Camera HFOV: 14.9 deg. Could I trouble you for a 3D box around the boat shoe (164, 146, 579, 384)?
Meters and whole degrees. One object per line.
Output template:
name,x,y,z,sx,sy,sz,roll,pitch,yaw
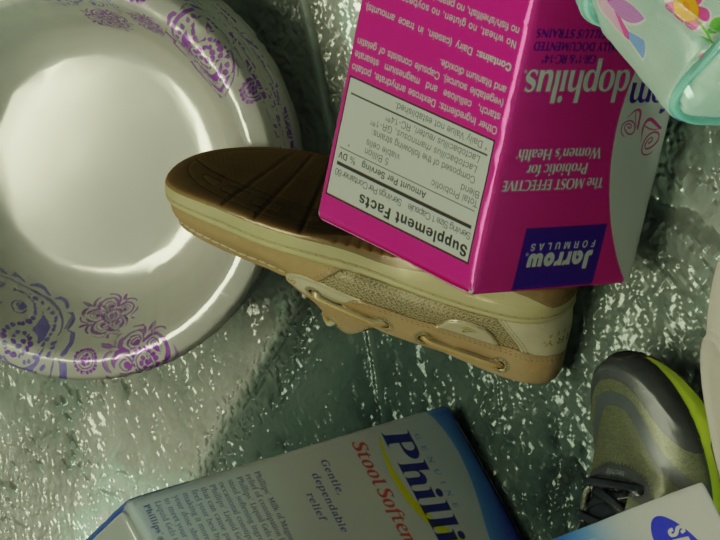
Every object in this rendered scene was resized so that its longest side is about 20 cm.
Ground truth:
boat shoe,0.000,0.000,1.236,0.200,0.071,0.065,20,125,20

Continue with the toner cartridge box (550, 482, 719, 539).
toner cartridge box,0.125,0.178,1.040,0.200,0.095,0.043,-113,4,-46

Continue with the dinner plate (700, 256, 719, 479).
dinner plate,0.160,0.086,1.054,0.200,0.024,0.201,166,90,-89

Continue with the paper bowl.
paper bowl,-0.128,-0.054,1.341,0.200,0.104,0.201,2,103,11

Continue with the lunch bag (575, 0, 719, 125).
lunch bag,0.173,-0.144,0.976,0.077,0.160,0.200,47,125,25

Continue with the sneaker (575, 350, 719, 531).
sneaker,0.108,0.134,1.153,0.074,0.081,0.200,-6,84,60

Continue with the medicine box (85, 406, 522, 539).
medicine box,-0.052,0.165,1.270,0.182,0.200,0.103,-44,68,45

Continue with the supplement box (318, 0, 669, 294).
supplement box,0.067,-0.101,1.134,0.103,0.101,0.200,29,114,42
